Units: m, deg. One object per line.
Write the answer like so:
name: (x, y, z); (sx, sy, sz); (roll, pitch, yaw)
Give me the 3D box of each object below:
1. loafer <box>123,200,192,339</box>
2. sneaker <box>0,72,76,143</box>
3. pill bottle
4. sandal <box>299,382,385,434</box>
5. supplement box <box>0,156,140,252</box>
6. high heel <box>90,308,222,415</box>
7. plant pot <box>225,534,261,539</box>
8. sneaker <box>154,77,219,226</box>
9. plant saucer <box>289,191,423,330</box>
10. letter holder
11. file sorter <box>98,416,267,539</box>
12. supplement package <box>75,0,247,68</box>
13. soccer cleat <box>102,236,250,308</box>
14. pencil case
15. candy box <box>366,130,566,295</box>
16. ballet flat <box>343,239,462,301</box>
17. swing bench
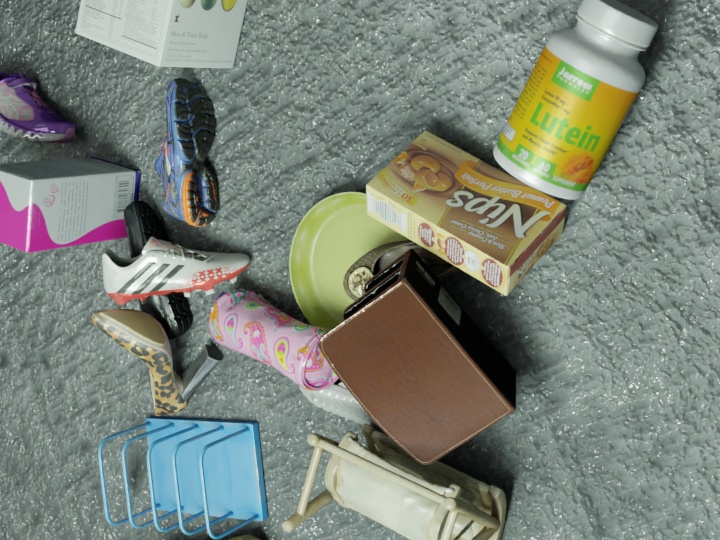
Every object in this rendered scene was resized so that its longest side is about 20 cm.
loafer: (-0.299, 0.002, 1.605); (0.070, 0.068, 0.201); (-15, 93, 24)
sneaker: (-0.498, -0.244, 1.690); (0.200, 0.080, 0.089); (22, 101, 29)
pill bottle: (0.232, -0.187, 1.214); (0.111, 0.111, 0.200); (35, 114, 23)
sandal: (0.009, 0.163, 1.445); (0.202, 0.082, 0.050); (17, 64, 31)
supplement box: (-0.415, -0.095, 1.584); (0.103, 0.200, 0.101); (17, 106, 29)
high heel: (-0.308, 0.133, 1.572); (0.143, 0.200, 0.071); (-48, 33, 25)
plant pot: (-0.206, 0.456, 1.558); (0.189, 0.201, 0.201); (-30, 81, 16)
sneaker: (-0.246, -0.159, 1.545); (0.078, 0.075, 0.200); (4, 98, 35)
plant saucer: (0.000, 0.000, 1.439); (0.200, 0.031, 0.200); (5, 100, 31)
letter holder: (0.064, 0.104, 1.317); (0.142, 0.101, 0.200); (-37, 102, 19)
file sorter: (-0.250, 0.288, 1.589); (0.200, 0.123, 0.139); (-2, 96, 33)
supplement package: (-0.242, -0.377, 1.458); (0.151, 0.152, 0.200); (24, 110, 27)
soccer cleat: (-0.250, -0.008, 1.532); (0.200, 0.069, 0.085); (-11, 107, 4)
pencil case: (-0.109, 0.086, 1.471); (0.200, 0.087, 0.088); (23, 110, 41)
candy box: (0.118, -0.069, 1.299); (0.200, 0.115, 0.055); (32, 149, 24)
ballet flat: (0.070, -0.008, 1.350); (0.200, 0.046, 0.067); (-16, 90, 14)
swing bench: (0.051, 0.277, 1.359); (0.199, 0.200, 0.130); (21, 99, 27)
